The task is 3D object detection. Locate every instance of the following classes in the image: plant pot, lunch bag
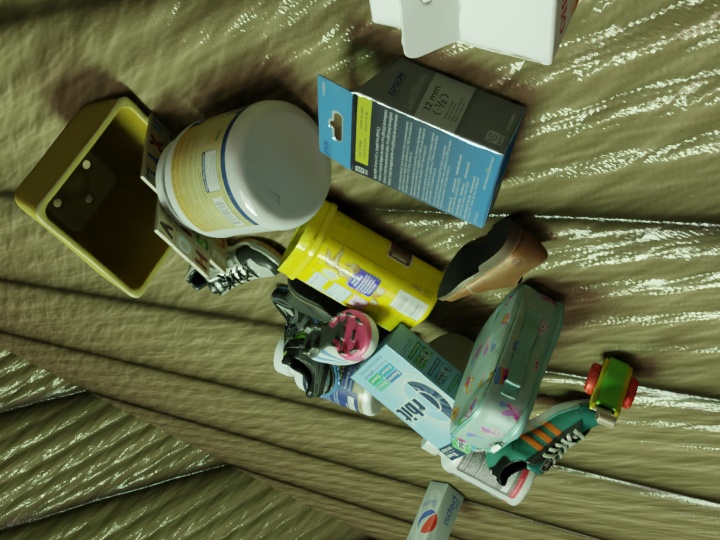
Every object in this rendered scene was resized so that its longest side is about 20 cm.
[{"bbox_3d":[-0.367,-0.113,1.300,0.198,0.197,0.194,17,157,47],"label":"plant pot"},{"bbox_3d":[0.186,0.128,1.165,0.076,0.203,0.161,25,155,-4],"label":"lunch bag"}]

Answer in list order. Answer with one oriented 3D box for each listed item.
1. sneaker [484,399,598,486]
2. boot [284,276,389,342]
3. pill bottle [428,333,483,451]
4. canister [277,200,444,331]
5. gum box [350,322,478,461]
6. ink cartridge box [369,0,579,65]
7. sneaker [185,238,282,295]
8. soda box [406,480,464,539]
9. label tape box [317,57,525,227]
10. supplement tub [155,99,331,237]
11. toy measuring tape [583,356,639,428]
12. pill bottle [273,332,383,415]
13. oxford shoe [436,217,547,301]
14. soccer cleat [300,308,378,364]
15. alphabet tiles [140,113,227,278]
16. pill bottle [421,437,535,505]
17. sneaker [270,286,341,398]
[{"bbox_3d":[0.282,0.263,1.391,0.198,0.081,0.071,-28,141,21],"label":"sneaker"},{"bbox_3d":[-0.030,0.066,1.450,0.199,0.078,0.138,39,162,1],"label":"boot"},{"bbox_3d":[0.161,0.188,1.423,0.112,0.116,0.201,12,152,30],"label":"pill bottle"},{"bbox_3d":[0.000,0.000,1.251,0.197,0.088,0.148,30,157,-9],"label":"canister"},{"bbox_3d":[0.095,0.177,1.303,0.199,0.045,0.170,39,152,-1],"label":"gum box"},{"bbox_3d":[0.083,-0.231,0.548,0.123,0.203,0.129,18,156,19],"label":"ink cartridge box"},{"bbox_3d":[-0.199,0.003,1.465,0.197,0.089,0.076,1,144,43],"label":"sneaker"},{"bbox_3d":[0.164,0.593,2.126,0.068,0.202,0.063,41,153,-29],"label":"soda box"},{"bbox_3d":[0.056,-0.139,0.939,0.197,0.067,0.144,26,156,10],"label":"label tape box"},{"bbox_3d":[-0.144,-0.115,1.096,0.198,0.146,0.144,-3,143,49],"label":"supplement tub"},{"bbox_3d":[0.323,0.151,1.185,0.072,0.075,0.200,21,-175,13],"label":"toy measuring tape"},{"bbox_3d":[-0.048,0.169,1.607,0.196,0.113,0.112,17,155,21],"label":"pill bottle"},{"bbox_3d":[0.154,0.005,1.119,0.070,0.072,0.200,27,156,-14],"label":"oxford shoe"},{"bbox_3d":[-0.010,0.096,1.301,0.085,0.072,0.199,13,168,-27],"label":"soccer cleat"},{"bbox_3d":[-0.227,-0.090,1.206,0.007,0.202,0.167,-27,131,19],"label":"alphabet tiles"},{"bbox_3d":[0.211,0.325,1.648,0.197,0.112,0.111,28,157,-1],"label":"pill bottle"},{"bbox_3d":[-0.100,0.117,1.524,0.202,0.081,0.071,63,160,13],"label":"sneaker"}]
